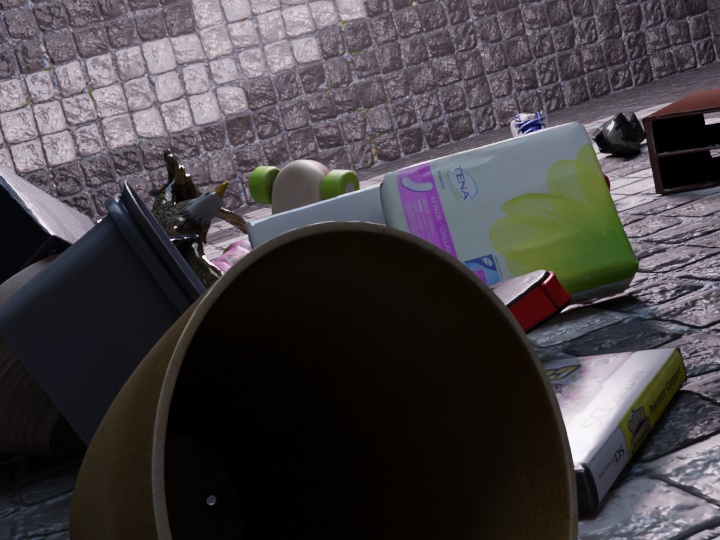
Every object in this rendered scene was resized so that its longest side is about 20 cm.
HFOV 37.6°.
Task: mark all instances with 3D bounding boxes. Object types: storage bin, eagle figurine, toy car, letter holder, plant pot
[{"bbox_3d":[-0.173,0.052,0.799,0.134,0.201,0.146,-35,13,-6],"label":"storage bin"},{"bbox_3d":[-0.169,-0.024,0.978,0.150,0.152,0.201,7,39,-9],"label":"eagle figurine"},{"bbox_3d":[-0.041,-0.082,1.553,0.163,0.160,0.199,6,8,34],"label":"toy car"},{"bbox_3d":[0.475,-0.178,1.372,0.141,0.102,0.199,-6,14,37],"label":"letter holder"},{"bbox_3d":[-0.251,0.089,0.891,0.201,0.093,0.201,-42,-22,-22],"label":"plant pot"},{"bbox_3d":[-0.044,0.097,0.448,0.185,0.188,0.199,-23,-1,-39],"label":"plant pot"}]

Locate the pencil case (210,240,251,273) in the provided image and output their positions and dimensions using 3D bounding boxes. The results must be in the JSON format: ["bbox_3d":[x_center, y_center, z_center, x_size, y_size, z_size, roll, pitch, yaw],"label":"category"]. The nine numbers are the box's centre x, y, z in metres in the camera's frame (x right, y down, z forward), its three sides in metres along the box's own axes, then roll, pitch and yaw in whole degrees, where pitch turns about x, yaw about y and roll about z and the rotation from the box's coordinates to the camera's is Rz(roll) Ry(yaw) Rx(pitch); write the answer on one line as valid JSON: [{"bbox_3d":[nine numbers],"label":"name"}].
[{"bbox_3d":[-0.173,0.040,1.136,0.086,0.084,0.200,22,38,27],"label":"pencil case"}]

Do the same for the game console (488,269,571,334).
[{"bbox_3d":[0.041,0.064,0.761,0.176,0.031,0.200,-34,6,-31],"label":"game console"}]

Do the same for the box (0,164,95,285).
[{"bbox_3d":[-0.322,0.030,0.945,0.197,0.117,0.200,-48,-19,-1],"label":"box"}]

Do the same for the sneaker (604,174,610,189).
[{"bbox_3d":[0.235,-0.102,1.389,0.198,0.079,0.115,-19,9,-14],"label":"sneaker"}]

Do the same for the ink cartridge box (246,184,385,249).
[{"bbox_3d":[0.000,0.000,1.060,0.198,0.085,0.176,-16,-26,-5],"label":"ink cartridge box"}]

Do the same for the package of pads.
[{"bbox_3d":[0.125,-0.036,0.933,0.198,0.156,0.068,-14,-25,1],"label":"package of pads"}]

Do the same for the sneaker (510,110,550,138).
[{"bbox_3d":[0.293,-0.211,1.801,0.080,0.116,0.199,-15,9,7],"label":"sneaker"}]

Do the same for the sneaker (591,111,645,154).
[{"bbox_3d":[0.445,-0.228,1.843,0.079,0.076,0.200,-26,-2,25],"label":"sneaker"}]

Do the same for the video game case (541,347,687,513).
[{"bbox_3d":[0.078,0.097,0.644,0.198,0.026,0.180,-10,11,34],"label":"video game case"}]
